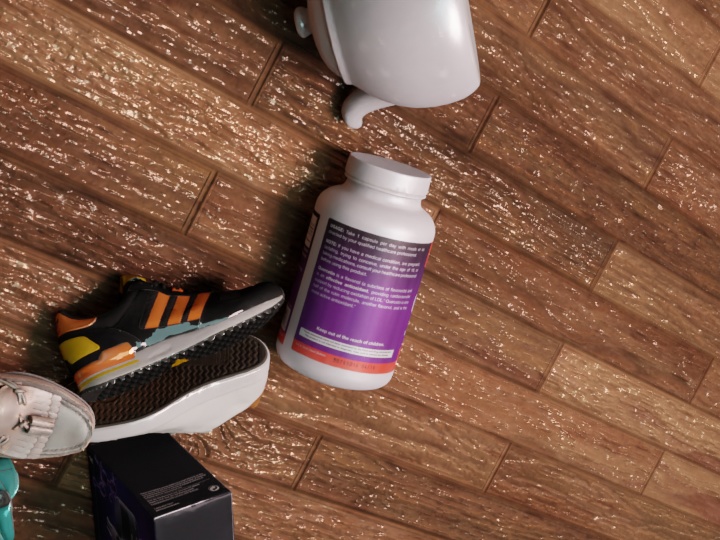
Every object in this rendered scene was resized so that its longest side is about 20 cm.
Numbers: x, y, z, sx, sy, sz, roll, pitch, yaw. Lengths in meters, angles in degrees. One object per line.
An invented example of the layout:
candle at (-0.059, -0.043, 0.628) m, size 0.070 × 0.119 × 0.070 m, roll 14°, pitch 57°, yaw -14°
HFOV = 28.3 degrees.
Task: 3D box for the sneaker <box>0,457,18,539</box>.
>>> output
sneaker at (-0.339, 0.175, 1.140) m, size 0.121 × 0.084 × 0.200 m, roll -34°, pitch 133°, yaw -14°

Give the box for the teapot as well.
teapot at (0.015, -0.224, 1.186) m, size 0.146 × 0.197 × 0.201 m, roll -9°, pitch 95°, yaw 7°

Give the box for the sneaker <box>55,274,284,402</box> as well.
sneaker at (-0.161, 0.034, 1.210) m, size 0.200 × 0.070 × 0.090 m, roll -24°, pitch 80°, yaw -24°

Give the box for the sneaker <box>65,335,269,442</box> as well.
sneaker at (-0.173, 0.124, 1.248) m, size 0.200 × 0.073 × 0.085 m, roll -14°, pitch 138°, yaw -20°

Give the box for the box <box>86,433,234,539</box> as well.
box at (-0.173, 0.259, 1.260) m, size 0.079 × 0.141 × 0.201 m, roll -14°, pitch 117°, yaw -28°

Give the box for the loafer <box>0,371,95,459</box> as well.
loafer at (-0.303, 0.109, 1.115) m, size 0.200 × 0.063 × 0.072 m, roll 19°, pitch 91°, yaw -19°

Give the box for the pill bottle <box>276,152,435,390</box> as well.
pill bottle at (0.000, 0.000, 1.291) m, size 0.112 × 0.112 × 0.200 m, roll 8°, pitch 105°, yaw -37°
